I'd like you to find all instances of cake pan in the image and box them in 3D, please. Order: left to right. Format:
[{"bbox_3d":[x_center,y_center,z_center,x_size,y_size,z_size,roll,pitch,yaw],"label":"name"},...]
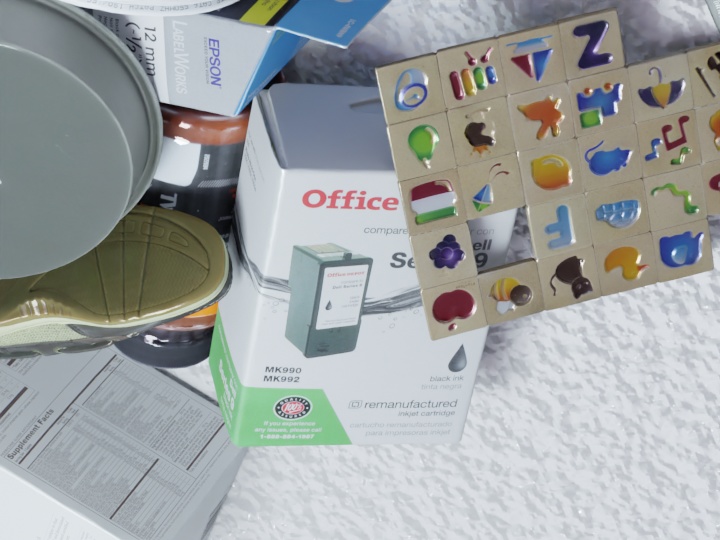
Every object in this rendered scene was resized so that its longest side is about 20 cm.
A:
[{"bbox_3d":[-0.206,-0.068,1.227,0.199,0.037,0.201,1,135,1],"label":"cake pan"}]

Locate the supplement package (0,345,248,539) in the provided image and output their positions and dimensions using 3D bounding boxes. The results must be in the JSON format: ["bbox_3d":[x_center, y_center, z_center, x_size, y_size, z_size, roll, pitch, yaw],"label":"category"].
[{"bbox_3d":[-0.205,0.143,1.510,0.199,0.151,0.152,30,129,6],"label":"supplement package"}]

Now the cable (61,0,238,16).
[{"bbox_3d":[-0.127,-0.212,1.216,0.199,0.200,0.069,3,128,-11],"label":"cable"}]

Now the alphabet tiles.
[{"bbox_3d":[0.119,-0.058,1.244,0.199,0.008,0.168,-14,117,-3],"label":"alphabet tiles"}]

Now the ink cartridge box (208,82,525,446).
[{"bbox_3d":[0.000,0.000,1.320,0.145,0.084,0.201,0,127,-15],"label":"ink cartridge box"}]

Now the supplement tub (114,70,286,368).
[{"bbox_3d":[-0.107,-0.038,1.375,0.107,0.107,0.201,21,127,14],"label":"supplement tub"}]

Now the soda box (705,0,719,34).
[{"bbox_3d":[0.189,-0.205,1.147,0.071,0.063,0.201,-14,113,32],"label":"soda box"}]

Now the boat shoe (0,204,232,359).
[{"bbox_3d":[-0.159,0.011,1.329,0.200,0.072,0.066,-10,158,20],"label":"boat shoe"}]

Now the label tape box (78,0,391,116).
[{"bbox_3d":[-0.071,-0.146,1.265,0.199,0.143,0.066,14,125,18],"label":"label tape box"}]
